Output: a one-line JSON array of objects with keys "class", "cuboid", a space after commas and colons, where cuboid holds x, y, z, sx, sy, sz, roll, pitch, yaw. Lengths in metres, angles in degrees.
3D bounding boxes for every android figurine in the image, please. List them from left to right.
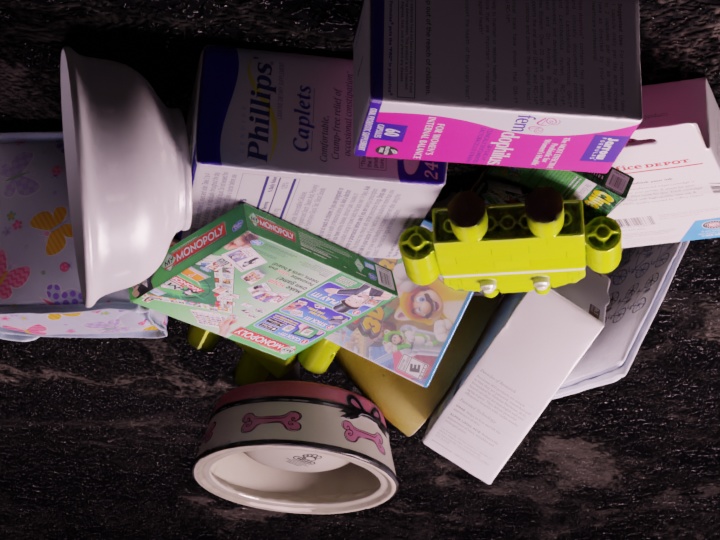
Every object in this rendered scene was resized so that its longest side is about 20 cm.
[{"class": "android figurine", "cuboid": [-0.088, 0.013, 1.663, 0.041, 0.181, 0.201, -33, 157, -58]}, {"class": "android figurine", "cuboid": [0.123, -0.017, 1.451, 0.180, 0.042, 0.200, -3, 161, 5]}]

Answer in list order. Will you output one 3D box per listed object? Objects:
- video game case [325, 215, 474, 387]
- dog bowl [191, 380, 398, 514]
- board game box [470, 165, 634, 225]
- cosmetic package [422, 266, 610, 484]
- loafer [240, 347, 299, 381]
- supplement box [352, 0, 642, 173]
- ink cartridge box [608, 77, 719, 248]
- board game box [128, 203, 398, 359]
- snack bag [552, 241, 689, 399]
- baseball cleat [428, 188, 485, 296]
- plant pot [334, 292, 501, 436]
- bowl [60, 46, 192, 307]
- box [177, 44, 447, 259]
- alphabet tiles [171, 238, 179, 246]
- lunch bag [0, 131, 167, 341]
[{"class": "video game case", "cuboid": [0.000, 0.000, 1.581, 0.199, 0.144, 0.018, 26, -160, 1]}, {"class": "dog bowl", "cuboid": [-0.061, 0.169, 1.704, 0.198, 0.074, 0.201, 4, 154, 2]}, {"class": "board game box", "cuboid": [0.151, -0.065, 1.457, 0.104, 0.024, 0.200, 29, 166, 0]}, {"class": "cosmetic package", "cuboid": [0.145, 0.082, 1.632, 0.081, 0.201, 0.113, 30, -158, -2]}, {"class": "loafer", "cuboid": [-0.095, 0.060, 1.789, 0.075, 0.202, 0.070, 4, -169, -29]}, {"class": "supplement box", "cuboid": [0.098, -0.142, 1.296, 0.198, 0.104, 0.101, 2, 160, -6]}, {"class": "ink cartridge box", "cuboid": [0.242, -0.095, 1.451, 0.115, 0.067, 0.200, -6, 154, 21]}, {"class": "board game box", "cuboid": [-0.080, 0.013, 1.495, 0.134, 0.029, 0.199, -28, 148, 28]}, {"class": "snack bag", "cuboid": [0.222, 0.051, 1.728, 0.021, 0.189, 0.199, 42, 145, -17]}, {"class": "baseball cleat", "cuboid": [0.139, -0.031, 1.597, 0.199, 0.108, 0.070, -14, 151, 33]}, {"class": "plant pot", "cuboid": [0.037, 0.039, 1.725, 0.141, 0.201, 0.200, 30, 157, -3]}, {"class": "bowl", "cuboid": [-0.182, -0.076, 1.386, 0.089, 0.203, 0.201, -5, 163, -12]}, {"class": "box", "cuboid": [-0.043, -0.092, 1.443, 0.198, 0.106, 0.184, 4, 161, -9]}, {"class": "alphabet tiles", "cuboid": [-0.246, -0.013, 1.839, 0.199, 0.006, 0.166, 18, 155, -38]}, {"class": "lunch bag", "cuboid": [-0.269, -0.030, 1.548, 0.198, 0.171, 0.127, -2, 165, 5]}]
